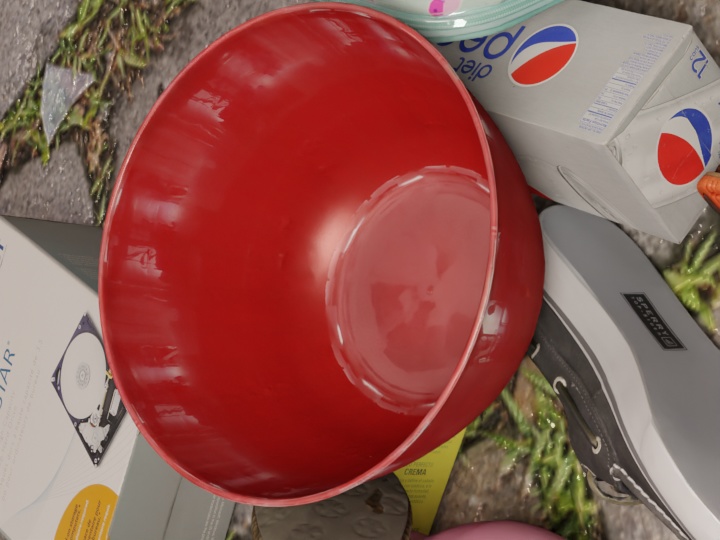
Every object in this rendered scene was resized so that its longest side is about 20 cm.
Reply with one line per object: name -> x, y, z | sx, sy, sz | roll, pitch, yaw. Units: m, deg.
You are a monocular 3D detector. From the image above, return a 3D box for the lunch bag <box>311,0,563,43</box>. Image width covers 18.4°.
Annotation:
lunch bag -> 0.027, -0.166, 0.961 | 0.200, 0.160, 0.077 | 26, 139, 48

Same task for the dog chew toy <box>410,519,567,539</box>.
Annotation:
dog chew toy -> 0.019, 0.163, 0.947 | 0.200, 0.124, 0.125 | 2, 87, 43

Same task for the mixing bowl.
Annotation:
mixing bowl -> 0.000, 0.000, 0.915 | 0.200, 0.108, 0.201 | -8, 77, 35

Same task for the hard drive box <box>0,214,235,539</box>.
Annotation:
hard drive box -> -0.146, 0.078, 1.220 | 0.200, 0.077, 0.156 | 32, 110, 49

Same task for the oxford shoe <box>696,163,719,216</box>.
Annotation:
oxford shoe -> 0.207, -0.035, 0.811 | 0.200, 0.071, 0.073 | 6, 63, 54

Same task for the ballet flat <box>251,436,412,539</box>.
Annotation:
ballet flat -> -0.020, 0.097, 0.948 | 0.200, 0.067, 0.046 | -116, 28, -68

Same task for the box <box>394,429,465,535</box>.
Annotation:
box -> -0.004, 0.109, 1.056 | 0.075, 0.050, 0.200 | 37, 115, 47

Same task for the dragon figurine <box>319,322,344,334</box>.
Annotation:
dragon figurine -> -0.053, -0.017, 1.081 | 0.200, 0.059, 0.100 | -160, 76, -76

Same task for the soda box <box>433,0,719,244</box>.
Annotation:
soda box -> 0.072, -0.076, 0.954 | 0.063, 0.068, 0.200 | -52, 38, -12

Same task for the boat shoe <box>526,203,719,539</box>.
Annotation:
boat shoe -> 0.110, 0.058, 0.905 | 0.200, 0.070, 0.066 | 58, 134, 39
